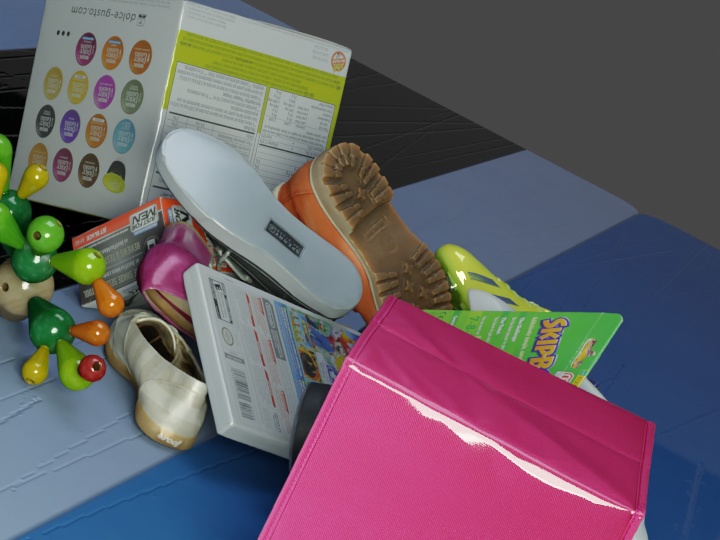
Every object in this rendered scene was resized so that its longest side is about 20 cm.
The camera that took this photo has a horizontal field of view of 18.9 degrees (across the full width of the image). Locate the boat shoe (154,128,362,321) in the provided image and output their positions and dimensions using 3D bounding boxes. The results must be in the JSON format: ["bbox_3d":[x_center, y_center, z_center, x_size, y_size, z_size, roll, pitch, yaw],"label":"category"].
[{"bbox_3d":[-0.089,-0.028,1.700,0.199,0.068,0.074,37,49,-15],"label":"boat shoe"}]

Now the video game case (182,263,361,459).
[{"bbox_3d":[-0.046,0.084,1.621,0.200,0.018,0.144,25,39,-44],"label":"video game case"}]

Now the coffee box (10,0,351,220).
[{"bbox_3d":[-0.163,-0.132,1.928,0.200,0.199,0.199,11,2,-44],"label":"coffee box"}]

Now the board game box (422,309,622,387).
[{"bbox_3d":[0.096,0.067,1.614,0.199,0.030,0.096,-3,36,40],"label":"board game box"}]

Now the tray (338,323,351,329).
[{"bbox_3d":[-0.001,0.099,1.797,0.098,0.037,0.200,12,21,-40],"label":"tray"}]

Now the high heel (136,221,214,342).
[{"bbox_3d":[-0.097,0.057,1.651,0.200,0.067,0.096,57,24,-20],"label":"high heel"}]

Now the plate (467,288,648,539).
[{"bbox_3d":[0.162,0.123,1.691,0.200,0.032,0.200,46,21,-27],"label":"plate"}]

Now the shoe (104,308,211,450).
[{"bbox_3d":[-0.146,0.069,1.628,0.070,0.054,0.200,19,16,-22],"label":"shoe"}]

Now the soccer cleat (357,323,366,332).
[{"bbox_3d":[0.062,0.101,1.879,0.083,0.065,0.200,-15,37,-21],"label":"soccer cleat"}]

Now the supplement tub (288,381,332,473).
[{"bbox_3d":[0.054,0.129,1.515,0.199,0.107,0.107,10,13,9],"label":"supplement tub"}]

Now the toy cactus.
[{"bbox_3d":[-0.246,0.007,1.571,0.200,0.102,0.165,57,-23,7],"label":"toy cactus"}]

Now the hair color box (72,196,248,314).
[{"bbox_3d":[-0.126,-0.006,1.793,0.200,0.111,0.064,6,68,-50],"label":"hair color box"}]

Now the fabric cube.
[{"bbox_3d":[0.054,0.158,1.365,0.199,0.197,0.200,25,14,3],"label":"fabric cube"}]

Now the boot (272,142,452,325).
[{"bbox_3d":[0.000,0.000,1.762,0.075,0.107,0.201,-32,96,-41],"label":"boot"}]

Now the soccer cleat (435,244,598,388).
[{"bbox_3d":[0.137,0.050,1.926,0.200,0.084,0.065,55,-6,-14],"label":"soccer cleat"}]
